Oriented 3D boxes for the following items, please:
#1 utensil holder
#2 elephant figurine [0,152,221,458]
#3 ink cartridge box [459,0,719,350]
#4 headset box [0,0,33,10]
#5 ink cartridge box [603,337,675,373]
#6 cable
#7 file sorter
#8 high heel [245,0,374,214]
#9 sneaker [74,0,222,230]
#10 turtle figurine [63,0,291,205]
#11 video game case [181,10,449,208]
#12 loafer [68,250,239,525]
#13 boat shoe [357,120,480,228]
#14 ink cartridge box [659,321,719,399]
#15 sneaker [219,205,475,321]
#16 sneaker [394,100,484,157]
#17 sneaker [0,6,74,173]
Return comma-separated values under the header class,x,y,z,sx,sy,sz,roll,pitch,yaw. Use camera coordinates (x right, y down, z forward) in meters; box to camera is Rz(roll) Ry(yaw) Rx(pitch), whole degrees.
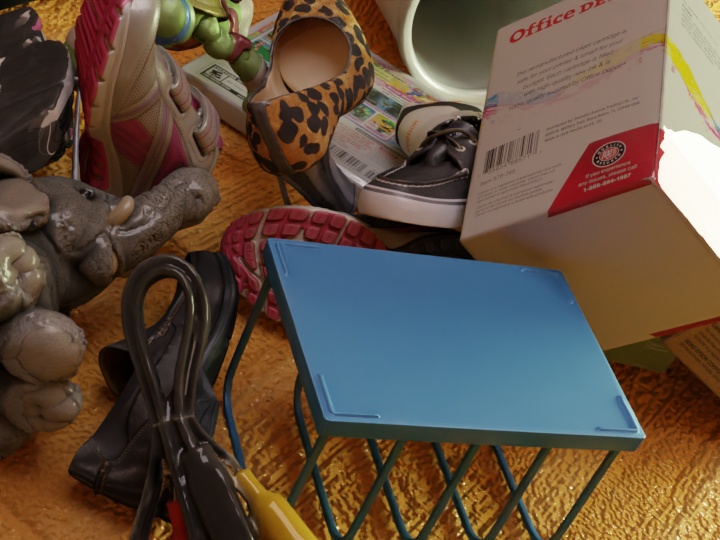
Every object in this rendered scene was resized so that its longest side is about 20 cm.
class,x,y,z,sx,sy,sz,roll,pitch,yaw
utensil holder,0.084,-0.273,1.306,0.169,0.171,0.201,4,40,-27
elephant figurine,-0.191,-0.003,0.844,0.155,0.141,0.201,39,34,-20
ink cartridge box,0.174,-0.074,0.998,0.145,0.145,0.201,42,45,-35
headset box,-0.317,-0.292,1.164,0.200,0.078,0.149,41,39,17
ink cartridge box,0.157,-0.018,1.138,0.144,0.048,0.201,13,40,-17
cable,-0.092,0.096,0.778,0.096,0.050,0.201,-23,78,2
file sorter,0.034,0.080,0.875,0.198,0.123,0.139,6,41,-25
high heel,-0.042,-0.145,0.992,0.071,0.143,0.202,-13,66,15
sneaker,-0.128,-0.098,0.920,0.087,0.201,0.082,-5,50,-13
turtle figurine,-0.137,-0.144,1.067,0.143,0.201,0.194,-16,19,7
video game case,-0.021,-0.131,1.189,0.199,0.024,0.182,33,36,11
loafer,-0.115,0.053,0.864,0.072,0.073,0.201,15,36,-9
boat shoe,0.067,-0.070,1.025,0.070,0.067,0.199,15,14,36
ink cartridge box,0.269,0.009,1.089,0.165,0.075,0.201,38,28,-32
sneaker,0.000,0.000,1.006,0.198,0.081,0.075,9,9,-20
sneaker,0.115,-0.101,1.155,0.199,0.074,0.080,7,19,-32
sneaker,-0.209,-0.101,0.956,0.080,0.087,0.200,-20,30,-1
